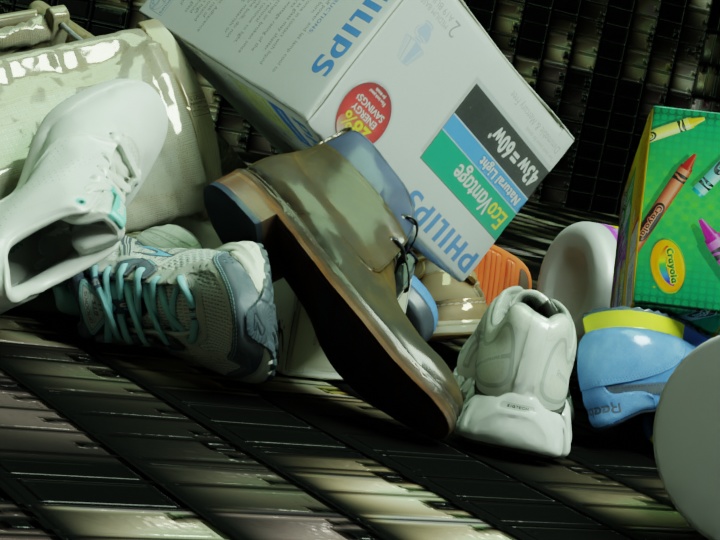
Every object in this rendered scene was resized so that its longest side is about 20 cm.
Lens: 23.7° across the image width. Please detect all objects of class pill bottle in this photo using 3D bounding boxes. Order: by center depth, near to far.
[{"bbox_3d":[0.223,0.075,0.799,0.113,0.114,0.199,16,8,36],"label":"pill bottle"},{"bbox_3d":[0.241,0.027,1.310,0.199,0.105,0.104,9,7,-24],"label":"pill bottle"}]

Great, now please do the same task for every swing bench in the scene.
[{"bbox_3d":[-0.224,-0.086,1.063,0.198,0.131,0.199,-18,22,-38],"label":"swing bench"}]

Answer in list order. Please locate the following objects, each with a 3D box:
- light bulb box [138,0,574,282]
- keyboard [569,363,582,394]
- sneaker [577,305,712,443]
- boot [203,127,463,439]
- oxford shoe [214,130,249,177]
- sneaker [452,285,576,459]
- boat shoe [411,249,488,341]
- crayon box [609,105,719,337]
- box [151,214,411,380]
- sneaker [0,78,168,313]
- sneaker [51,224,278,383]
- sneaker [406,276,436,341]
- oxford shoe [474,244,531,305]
[{"bbox_3d":[-0.002,-0.124,1.105,0.200,0.125,0.198,36,-5,44],"label":"light bulb box"},{"bbox_3d":[0.163,0.077,1.111,0.199,0.021,0.127,14,1,26],"label":"keyboard"},{"bbox_3d":[0.203,0.079,1.001,0.199,0.079,0.066,15,-22,-34],"label":"sneaker"},{"bbox_3d":[0.010,-0.003,0.919,0.097,0.075,0.200,-32,62,-23],"label":"boot"},{"bbox_3d":[-0.104,-0.046,1.211,0.057,0.076,0.200,17,-18,23],"label":"oxford shoe"},{"bbox_3d":[0.091,0.049,0.959,0.075,0.082,0.200,10,5,0],"label":"sneaker"},{"bbox_3d":[0.046,0.010,1.215,0.073,0.070,0.200,-1,5,-12],"label":"boat shoe"},{"bbox_3d":[0.191,-0.011,1.060,0.058,0.120,0.200,7,-14,5],"label":"crayon box"},{"bbox_3d":[-0.058,0.011,1.064,0.082,0.069,0.200,7,7,-32],"label":"box"},{"bbox_3d":[-0.152,-0.036,0.936,0.088,0.076,0.200,-1,37,39],"label":"sneaker"},{"bbox_3d":[-0.110,0.022,0.935,0.086,0.078,0.200,-7,9,-28],"label":"sneaker"},{"bbox_3d":[0.000,0.000,1.148,0.078,0.066,0.200,-24,23,-28],"label":"sneaker"},{"bbox_3d":[0.038,-0.001,1.355,0.199,0.072,0.073,9,1,-18],"label":"oxford shoe"}]
